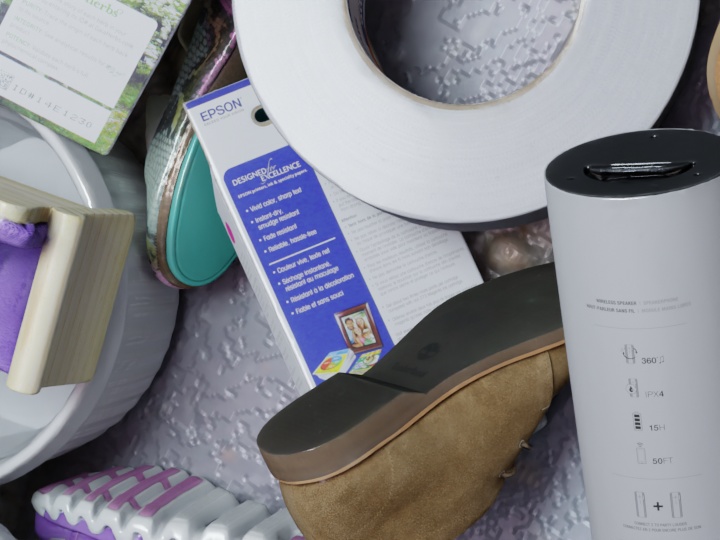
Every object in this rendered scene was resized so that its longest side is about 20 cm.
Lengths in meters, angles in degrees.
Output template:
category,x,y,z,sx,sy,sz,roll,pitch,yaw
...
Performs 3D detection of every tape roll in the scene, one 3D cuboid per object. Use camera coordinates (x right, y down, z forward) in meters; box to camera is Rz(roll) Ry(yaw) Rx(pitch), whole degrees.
category,x,y,z,sx,sy,sz,roll,pitch,yaw
tape roll,0.047,-0.119,1.000,0.200,0.066,0.201,0,88,8

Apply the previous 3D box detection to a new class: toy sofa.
category,x,y,z,sx,sy,sz,roll,pitch,yaw
toy sofa,-0.210,-0.016,1.017,0.200,0.098,0.083,20,98,22

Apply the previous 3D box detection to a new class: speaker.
category,x,y,z,sx,sy,sz,roll,pitch,yaw
speaker,0.126,0.045,0.950,0.081,0.081,0.201,0,114,24

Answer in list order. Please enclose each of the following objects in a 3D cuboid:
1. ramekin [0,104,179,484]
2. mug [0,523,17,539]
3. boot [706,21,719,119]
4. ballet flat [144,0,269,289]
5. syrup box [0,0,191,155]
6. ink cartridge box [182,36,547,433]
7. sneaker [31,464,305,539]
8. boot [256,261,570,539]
category,x,y,z,sx,sy,sz,roll,pitch,yaw
ramekin,-0.183,0.005,1.115,0.200,0.105,0.201,0,91,24
mug,-0.254,0.154,1.026,0.175,0.148,0.200,42,117,14
boot,0.222,-0.048,0.947,0.154,0.074,0.201,15,111,27
ballet flat,-0.064,-0.092,1.087,0.071,0.069,0.200,25,97,40
syrup box,-0.100,-0.161,1.022,0.079,0.081,0.200,27,115,-10
ink cartridge box,0.000,0.000,1.045,0.095,0.037,0.200,-22,82,-13
sneaker,-0.070,0.150,1.085,0.200,0.080,0.089,13,107,24
boot,0.052,0.058,0.999,0.074,0.200,0.076,20,136,61
